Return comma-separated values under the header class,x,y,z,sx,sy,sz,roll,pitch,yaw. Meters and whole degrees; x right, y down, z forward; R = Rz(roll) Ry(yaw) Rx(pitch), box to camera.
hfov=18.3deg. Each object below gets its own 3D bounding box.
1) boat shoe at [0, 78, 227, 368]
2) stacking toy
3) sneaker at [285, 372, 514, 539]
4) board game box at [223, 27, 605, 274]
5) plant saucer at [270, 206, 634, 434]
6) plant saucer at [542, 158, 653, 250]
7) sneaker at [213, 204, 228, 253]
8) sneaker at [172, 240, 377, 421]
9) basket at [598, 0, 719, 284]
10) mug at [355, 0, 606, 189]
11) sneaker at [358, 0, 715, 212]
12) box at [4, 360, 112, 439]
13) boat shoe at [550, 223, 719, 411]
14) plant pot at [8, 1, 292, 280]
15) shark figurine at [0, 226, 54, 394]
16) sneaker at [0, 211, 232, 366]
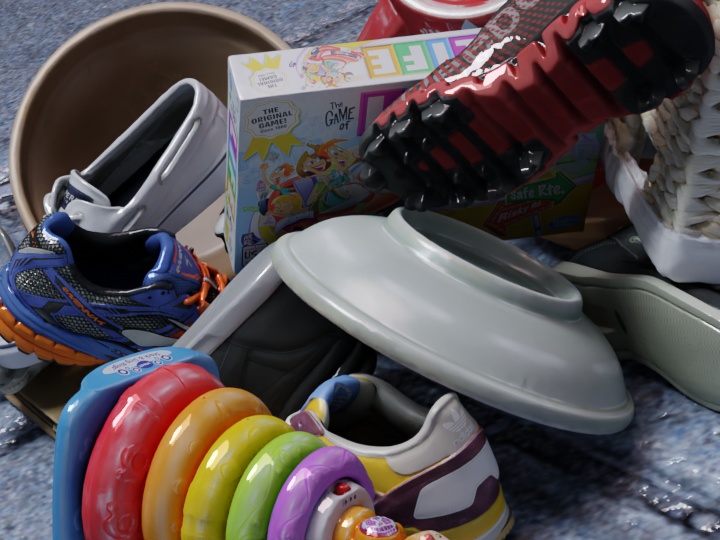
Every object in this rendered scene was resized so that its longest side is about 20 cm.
class,x,y,z,sx,sy,sz,roll,pitch,yaw
boat shoe,-0.154,-0.032,1.300,0.200,0.065,0.074,-48,44,-9
stacking toy,-0.036,0.111,1.008,0.200,0.110,0.116,14,19,33
sneaker,-0.019,0.090,1.100,0.199,0.090,0.075,-2,28,34
board game box,0.029,-0.065,1.187,0.199,0.135,0.034,-8,50,-11
plant saucer,0.055,0.013,1.121,0.200,0.050,0.200,25,12,-6
plant saucer,0.184,-0.062,1.366,0.200,0.038,0.200,-16,23,7
sneaker,0.000,0.000,1.285,0.200,0.074,0.080,33,75,31
sneaker,-0.073,0.084,1.195,0.200,0.099,0.071,-44,11,21
basket,0.239,-0.094,1.158,0.199,0.161,0.198,3,23,-6
mug,0.074,-0.123,1.256,0.133,0.200,0.178,35,81,27
sneaker,0.086,-0.098,1.098,0.200,0.071,0.098,-28,29,30
box,-0.104,0.047,1.353,0.200,0.021,0.163,-28,23,-20
boat shoe,0.168,0.018,1.146,0.067,0.072,0.200,-29,22,-15
plant pot,-0.114,-0.059,1.405,0.200,0.201,0.093,-19,-19,-3
shark figurine,-0.231,0.012,1.410,0.128,0.090,0.214,-27,19,-24
sneaker,-0.103,0.020,1.238,0.199,0.079,0.075,11,40,-16
